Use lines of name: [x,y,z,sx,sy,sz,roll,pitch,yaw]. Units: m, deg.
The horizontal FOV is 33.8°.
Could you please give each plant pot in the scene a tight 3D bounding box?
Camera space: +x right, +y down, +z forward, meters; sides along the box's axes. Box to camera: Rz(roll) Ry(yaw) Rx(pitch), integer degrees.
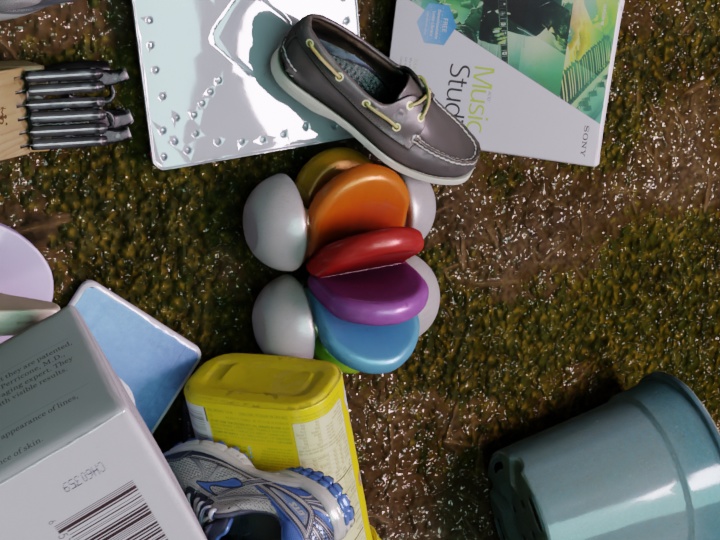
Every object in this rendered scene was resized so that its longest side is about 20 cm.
plant pot: [0.244,0.226,1.192,0.193,0.200,0.203,-14,109,-15]

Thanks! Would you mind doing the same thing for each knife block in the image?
knife block: [-0.280,-0.127,0.908,0.197,0.175,0.065,4,104,18]

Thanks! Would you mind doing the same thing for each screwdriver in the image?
screwdriver: [-0.139,0.208,1.074,0.029,0.028,0.203,-6,107,4]

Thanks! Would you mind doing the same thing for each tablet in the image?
tablet: [-0.237,0.122,1.009,0.130,0.014,0.202,35,86,-29]

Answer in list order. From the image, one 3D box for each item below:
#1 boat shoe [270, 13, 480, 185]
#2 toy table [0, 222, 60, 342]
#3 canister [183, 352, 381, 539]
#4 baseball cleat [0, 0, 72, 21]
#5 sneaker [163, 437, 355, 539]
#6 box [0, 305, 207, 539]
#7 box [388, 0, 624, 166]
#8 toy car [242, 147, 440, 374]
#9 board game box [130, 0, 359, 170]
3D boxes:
boat shoe: [0.022,-0.141,0.987,0.199,0.061,0.072,29,50,-15]
toy table: [-0.323,0.025,0.884,0.197,0.117,0.187,-14,108,-22]
canister: [-0.067,0.178,1.026,0.087,0.146,0.203,-50,137,-53]
baseball cleat: [-0.207,-0.230,0.869,0.198,0.106,0.071,-26,103,-5]
sneaker: [-0.108,0.192,0.948,0.085,0.197,0.078,-43,128,-51]
box: [-0.232,0.172,0.838,0.198,0.131,0.201,-30,131,-11]
box: [0.122,-0.177,1.039,0.197,0.036,0.147,9,101,13]
toy car: [0.000,0.000,1.023,0.173,0.150,0.203,-11,107,-25]
board game box: [-0.095,-0.201,0.996,0.197,0.026,0.203,-12,108,-24]
